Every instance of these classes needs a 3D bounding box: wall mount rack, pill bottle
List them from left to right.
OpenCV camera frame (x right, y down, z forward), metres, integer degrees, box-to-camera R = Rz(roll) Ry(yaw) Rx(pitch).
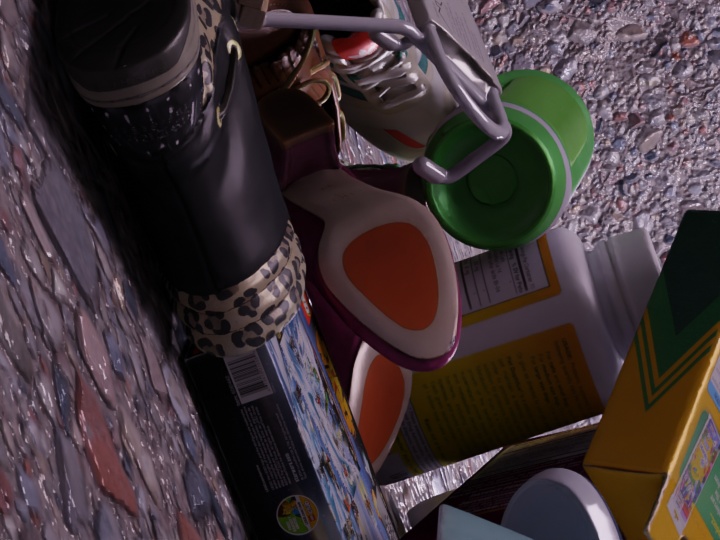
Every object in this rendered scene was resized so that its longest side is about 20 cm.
[{"bbox_3d":[0.000,-0.136,1.129,0.174,0.074,0.201,40,23,-40],"label":"wall mount rack"},{"bbox_3d":[0.081,0.044,1.269,0.109,0.199,0.110,-19,90,-82],"label":"pill bottle"}]

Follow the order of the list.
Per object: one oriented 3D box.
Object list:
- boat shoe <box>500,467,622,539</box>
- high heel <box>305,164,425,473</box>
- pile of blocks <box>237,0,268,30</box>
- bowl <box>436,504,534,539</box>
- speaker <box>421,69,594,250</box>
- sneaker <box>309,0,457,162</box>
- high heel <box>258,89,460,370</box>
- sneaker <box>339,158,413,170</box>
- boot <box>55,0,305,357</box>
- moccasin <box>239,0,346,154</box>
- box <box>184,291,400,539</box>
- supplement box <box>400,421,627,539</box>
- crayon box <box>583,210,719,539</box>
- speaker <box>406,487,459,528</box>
[{"bbox_3d":[0.129,0.187,1.092,0.086,0.074,0.203,-21,98,-50],"label":"boat shoe"},{"bbox_3d":[-0.022,0.032,1.213,0.067,0.096,0.201,54,39,-47],"label":"high heel"},{"bbox_3d":[-0.035,-0.192,1.080,0.200,0.082,0.062,-45,161,-47],"label":"pile of blocks"},{"bbox_3d":[0.079,0.206,0.976,0.201,0.104,0.202,3,90,-87],"label":"bowl"},{"bbox_3d":[0.088,-0.067,1.289,0.200,0.088,0.089,-46,117,-74],"label":"speaker"},{"bbox_3d":[-0.002,-0.131,1.317,0.200,0.070,0.094,57,9,-28],"label":"sneaker"},{"bbox_3d":[0.000,0.000,1.118,0.096,0.067,0.200,86,-17,-45],"label":"high heel"},{"bbox_3d":[0.008,-0.038,1.368,0.200,0.088,0.077,-70,140,-79],"label":"sneaker"},{"bbox_3d":[-0.075,-0.072,0.953,0.204,0.073,0.154,-94,167,-59],"label":"boot"},{"bbox_3d":[-0.049,-0.101,1.215,0.201,0.073,0.078,72,-6,-71],"label":"moccasin"},{"bbox_3d":[-0.020,0.103,1.015,0.137,0.040,0.201,-76,146,-74],"label":"box"},{"bbox_3d":[0.101,0.177,1.219,0.200,0.103,0.132,-31,103,-57],"label":"supplement box"},{"bbox_3d":[0.182,0.085,1.181,0.126,0.051,0.201,57,48,-42],"label":"crayon box"},{"bbox_3d":[0.093,0.228,1.356,0.081,0.081,0.201,43,30,-74],"label":"speaker"}]
